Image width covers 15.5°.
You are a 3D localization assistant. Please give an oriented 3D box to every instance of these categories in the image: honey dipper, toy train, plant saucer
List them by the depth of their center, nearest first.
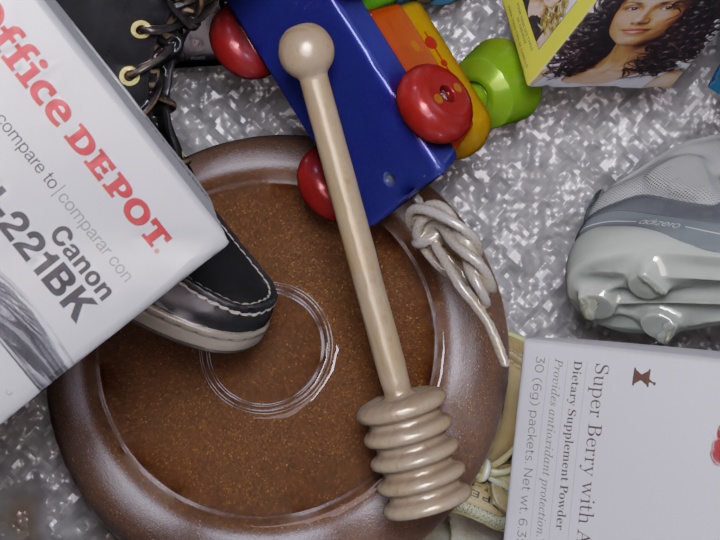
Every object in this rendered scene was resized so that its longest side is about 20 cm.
[{"bbox_3d":[0.000,0.000,1.049,0.038,0.038,0.200,-17,97,-3],"label":"honey dipper"},{"bbox_3d":[0.036,-0.061,1.098,0.116,0.085,0.200,-27,83,-47],"label":"toy train"},{"bbox_3d":[-0.038,0.035,1.111,0.200,0.032,0.201,-2,77,7],"label":"plant saucer"}]

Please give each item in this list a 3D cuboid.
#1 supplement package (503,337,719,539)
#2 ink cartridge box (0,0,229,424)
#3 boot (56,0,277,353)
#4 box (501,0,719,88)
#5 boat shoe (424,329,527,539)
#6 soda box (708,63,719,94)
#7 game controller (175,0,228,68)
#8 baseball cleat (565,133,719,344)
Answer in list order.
[{"bbox_3d":[0.172,0.096,1.063,0.200,0.120,0.122,5,88,27],"label":"supplement package"},{"bbox_3d":[-0.169,-0.011,0.974,0.200,0.084,0.144,-38,103,-2],"label":"ink cartridge box"},{"bbox_3d":[-0.084,-0.078,1.057,0.200,0.073,0.151,45,117,14],"label":"boot"},{"bbox_3d":[0.132,-0.145,1.045,0.075,0.200,0.050,-2,61,-25],"label":"box"},{"bbox_3d":[0.038,0.123,1.123,0.073,0.063,0.201,21,88,-2],"label":"boat shoe"},{"bbox_3d":[0.246,-0.056,1.075,0.200,0.068,0.064,29,88,2],"label":"soda box"},{"bbox_3d":[-0.125,-0.136,1.131,0.200,0.042,0.105,-4,89,-2],"label":"game controller"},{"bbox_3d":[0.186,-0.016,1.098,0.200,0.070,0.107,5,49,19],"label":"baseball cleat"}]
